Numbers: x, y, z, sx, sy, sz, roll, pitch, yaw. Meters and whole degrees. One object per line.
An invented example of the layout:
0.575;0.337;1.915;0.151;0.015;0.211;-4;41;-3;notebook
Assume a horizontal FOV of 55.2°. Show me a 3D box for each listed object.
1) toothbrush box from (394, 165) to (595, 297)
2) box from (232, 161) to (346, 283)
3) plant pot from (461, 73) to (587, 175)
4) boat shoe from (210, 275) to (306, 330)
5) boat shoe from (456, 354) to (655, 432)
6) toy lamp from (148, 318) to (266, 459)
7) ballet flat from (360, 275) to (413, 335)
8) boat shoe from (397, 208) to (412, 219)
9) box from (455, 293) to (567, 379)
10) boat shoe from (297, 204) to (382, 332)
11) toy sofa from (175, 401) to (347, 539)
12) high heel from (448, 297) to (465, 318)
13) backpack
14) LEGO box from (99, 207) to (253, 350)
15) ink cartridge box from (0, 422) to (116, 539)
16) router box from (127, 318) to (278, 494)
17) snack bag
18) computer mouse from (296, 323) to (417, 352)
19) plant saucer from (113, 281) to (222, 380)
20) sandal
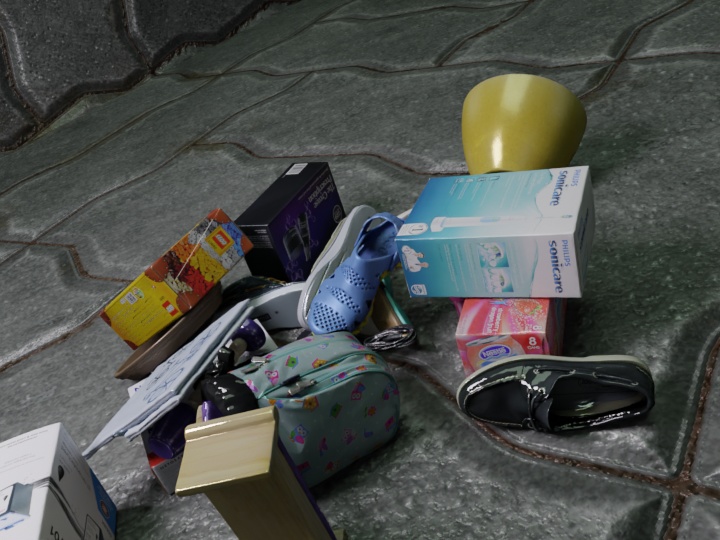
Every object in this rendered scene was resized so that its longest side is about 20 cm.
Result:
0.160;-0.044;0.795;0.199;0.086;0.147;-3;34;26;toothbrush box
-0.106;-0.067;1.114;0.078;0.142;0.200;3;37;29;box
0.246;-0.186;1.089;0.199;0.200;0.143;2;62;31;plant pot
-0.127;0.038;1.023;0.199;0.071;0.091;-15;37;12;boat shoe
0.196;0.132;0.695;0.198;0.075;0.066;-3;21;9;boat shoe
-0.180;0.137;0.819;0.058;0.059;0.200;-1;36;28;toy lamp
0.018;0.043;0.942;0.072;0.068;0.201;-32;40;8;ballet flat
0.031;-0.039;1.074;0.200;0.072;0.068;-40;36;-14;boat shoe
0.186;0.047;0.814;0.102;0.095;0.200;-3;34;24;box
-0.030;0.001;0.949;0.062;0.072;0.201;-25;32;60;boat shoe
-0.079;0.203;0.616;0.082;0.201;0.098;-13;36;11;toy sofa
0.141;-0.020;0.943;0.067;0.096;0.201;-7;33;20;high heel
-0.058;0.152;0.749;0.199;0.168;0.126;-20;37;-28;backpack
-0.268;0.015;0.994;0.200;0.077;0.149;-30;15;45;LEGO box
-0.313;0.277;0.680;0.085;0.147;0.200;-21;31;-7;ink cartridge box
-0.184;0.164;0.882;0.199;0.049;0.179;-29;32;-15;router box
-0.223;0.130;0.799;0.200;0.021;0.189;-35;14;30;snack bag
-0.007;0.093;0.885;0.199;0.034;0.059;-5;30;43;computer mouse
-0.271;0.090;0.995;0.200;0.030;0.200;-40;10;9;plant saucer
0.000;0.000;0.863;0.079;0.087;0.201;29;73;17;sandal
